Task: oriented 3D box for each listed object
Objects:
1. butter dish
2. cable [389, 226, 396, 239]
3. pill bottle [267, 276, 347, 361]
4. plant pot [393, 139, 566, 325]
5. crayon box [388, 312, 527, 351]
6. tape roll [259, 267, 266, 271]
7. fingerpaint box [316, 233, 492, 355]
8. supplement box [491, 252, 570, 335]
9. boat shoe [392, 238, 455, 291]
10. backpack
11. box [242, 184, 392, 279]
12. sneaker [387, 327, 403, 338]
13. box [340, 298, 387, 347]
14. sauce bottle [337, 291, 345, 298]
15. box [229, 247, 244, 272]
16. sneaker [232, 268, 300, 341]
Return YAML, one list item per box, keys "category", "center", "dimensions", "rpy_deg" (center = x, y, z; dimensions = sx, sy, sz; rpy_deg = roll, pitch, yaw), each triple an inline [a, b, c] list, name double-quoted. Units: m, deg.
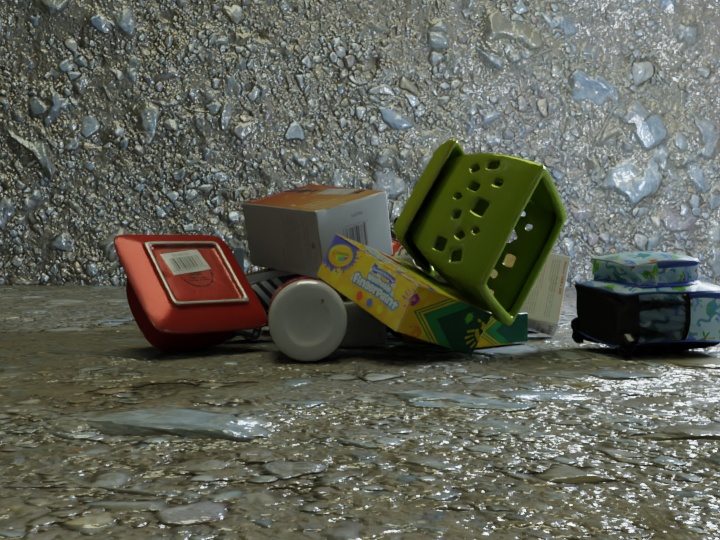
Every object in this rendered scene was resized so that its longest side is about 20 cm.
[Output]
- category: "butter dish"
  center: [-0.272, 0.053, 1.354]
  dimensions: [0.198, 0.149, 0.201]
  rpy_deg: [-2, 47, -41]
- category: "cable"
  center: [0.073, 0.006, 1.526]
  dimensions: [0.096, 0.051, 0.200]
  rpy_deg: [-24, 52, -30]
- category: "pill bottle"
  center: [-0.080, 0.065, 1.289]
  dimensions: [0.108, 0.112, 0.200]
  rpy_deg: [0, 2, -6]
- category: "plant pot"
  center: [0.170, -0.063, 1.325]
  dimensions: [0.180, 0.201, 0.200]
  rpy_deg: [27, -7, 28]
- category: "crayon box"
  center: [0.156, 0.091, 1.418]
  dimensions: [0.198, 0.053, 0.125]
  rpy_deg: [-2, 2, -42]
- category: "tape roll"
  center: [-0.097, 0.038, 1.615]
  dimensions: [0.197, 0.067, 0.201]
  rpy_deg: [-12, -21, -4]
- category: "fingerpaint box"
  center: [0.060, 0.035, 1.283]
  dimensions: [0.166, 0.074, 0.199]
  rpy_deg: [21, 8, -43]
- category: "supplement box"
  center: [0.254, 0.025, 1.556]
  dimensions: [0.197, 0.128, 0.074]
  rpy_deg: [13, -18, 10]
- category: "boat shoe"
  center: [0.094, -0.014, 1.468]
  dimensions: [0.198, 0.063, 0.071]
  rpy_deg: [28, 55, 23]
- category: "backpack"
  center: [0.439, 0.047, 1.335]
  dimensions: [0.196, 0.150, 0.183]
  rpy_deg: [3, 3, -14]
- category: "box"
  center: [-0.071, -0.068, 1.444]
  dimensions: [0.151, 0.108, 0.198]
  rpy_deg: [-20, 20, -39]
- category: "sneaker"
  center: [0.058, 0.083, 1.523]
  dimensions: [0.103, 0.060, 0.200]
  rpy_deg: [31, -6, 29]
- category: "box"
  center: [-0.034, 0.080, 1.464]
  dimensions: [0.081, 0.070, 0.199]
  rpy_deg: [-1, 2, -26]
- category: "sauce bottle"
  center: [0.000, 0.000, 1.530]
  dimensions: [0.064, 0.066, 0.199]
  rpy_deg: [1, 10, 24]
- category: "box"
  center: [-0.275, 0.035, 1.591]
  dimensions: [0.122, 0.151, 0.200]
  rpy_deg: [-1, 2, 0]
- category: "sneaker"
  center: [-0.147, 0.053, 1.476]
  dimensions: [0.197, 0.110, 0.070]
  rpy_deg: [-11, 0, -15]
